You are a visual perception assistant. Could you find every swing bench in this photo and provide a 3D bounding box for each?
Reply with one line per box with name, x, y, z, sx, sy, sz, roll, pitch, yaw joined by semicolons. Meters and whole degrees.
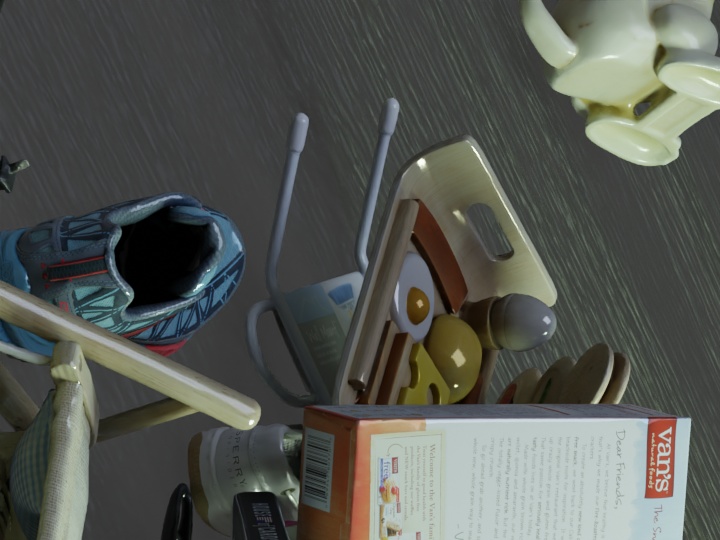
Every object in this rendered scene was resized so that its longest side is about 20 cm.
swing bench;-0.156;0.105;1.059;0.200;0.129;0.200;41;43;-39

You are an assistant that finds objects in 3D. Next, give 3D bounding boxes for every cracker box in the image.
cracker box;0.065;0.135;1.271;0.199;0.058;0.135;2;94;-30

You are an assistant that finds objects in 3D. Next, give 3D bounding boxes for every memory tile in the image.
memory tile;0.077;0.136;1.404;0.017;0.153;0.201;29;73;-15

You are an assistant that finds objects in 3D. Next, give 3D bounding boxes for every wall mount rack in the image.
wall mount rack;0.000;0.000;1.453;0.200;0.074;0.175;-16;81;-64

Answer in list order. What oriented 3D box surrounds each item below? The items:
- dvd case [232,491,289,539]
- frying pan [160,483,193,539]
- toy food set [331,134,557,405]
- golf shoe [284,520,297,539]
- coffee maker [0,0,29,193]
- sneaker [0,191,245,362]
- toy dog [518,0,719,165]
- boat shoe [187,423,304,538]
dvd case;-0.045;0.214;1.178;0.150;0.025;0.201;-134;-137;-82
frying pan;-0.086;0.202;1.244;0.115;0.031;0.190;63;33;-24
toy food set;0.054;0.050;1.372;0.144;0.060;0.201;58;37;-43
golf shoe;-0.005;0.222;1.293;0.075;0.091;0.201;-14;90;-33
coffee maker;-0.199;-0.172;1.141;0.193;0.134;0.201;81;18;-44
sneaker;-0.097;0.003;1.247;0.200;0.095;0.080;-17;92;-62
toy dog;0.192;-0.204;1.877;0.193;0.140;0.201;15;58;-17
boat shoe;-0.012;0.120;1.372;0.200;0.069;0.071;21;56;-58
